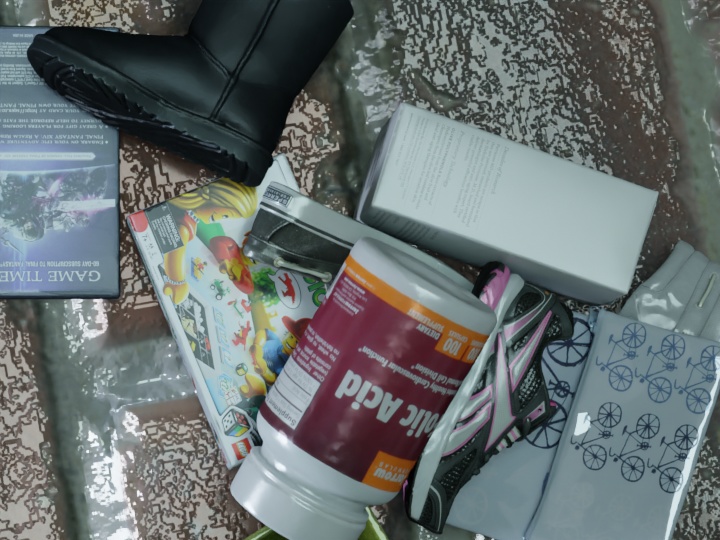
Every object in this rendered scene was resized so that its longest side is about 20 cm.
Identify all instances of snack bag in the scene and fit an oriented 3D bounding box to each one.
[{"bbox_3d":[0.151,0.116,1.683,0.199,0.021,0.189,17,82,21],"label":"snack bag"}]

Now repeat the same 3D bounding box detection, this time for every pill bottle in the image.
[{"bbox_3d":[-0.001,0.089,1.597,0.114,0.114,0.201,29,97,-4],"label":"pill bottle"}]

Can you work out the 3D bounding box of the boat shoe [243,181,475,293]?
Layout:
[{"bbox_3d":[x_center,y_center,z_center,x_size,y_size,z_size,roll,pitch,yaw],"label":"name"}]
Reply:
[{"bbox_3d":[0.000,0.000,1.671,0.199,0.071,0.064,25,90,-32],"label":"boat shoe"}]

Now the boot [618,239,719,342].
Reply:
[{"bbox_3d":[0.215,0.075,1.722,0.095,0.074,0.200,35,76,8],"label":"boot"}]

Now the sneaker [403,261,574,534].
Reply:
[{"bbox_3d":[0.095,0.101,1.657,0.086,0.080,0.201,22,97,-3],"label":"sneaker"}]

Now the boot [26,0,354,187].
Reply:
[{"bbox_3d":[-0.121,-0.175,1.684,0.199,0.076,0.169,26,71,-4],"label":"boot"}]

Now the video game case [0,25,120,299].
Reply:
[{"bbox_3d":[-0.247,-0.079,1.695,0.142,0.019,0.201,0,85,-7],"label":"video game case"}]

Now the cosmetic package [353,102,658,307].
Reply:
[{"bbox_3d":[0.104,-0.044,1.693,0.199,0.108,0.085,18,81,-7],"label":"cosmetic package"}]

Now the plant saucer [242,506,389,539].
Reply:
[{"bbox_3d":[-0.044,0.285,1.667,0.199,0.048,0.201,-31,89,-10],"label":"plant saucer"}]

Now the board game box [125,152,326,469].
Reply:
[{"bbox_3d":[-0.077,0.030,1.697,0.126,0.035,0.201,-23,87,-10],"label":"board game box"}]
